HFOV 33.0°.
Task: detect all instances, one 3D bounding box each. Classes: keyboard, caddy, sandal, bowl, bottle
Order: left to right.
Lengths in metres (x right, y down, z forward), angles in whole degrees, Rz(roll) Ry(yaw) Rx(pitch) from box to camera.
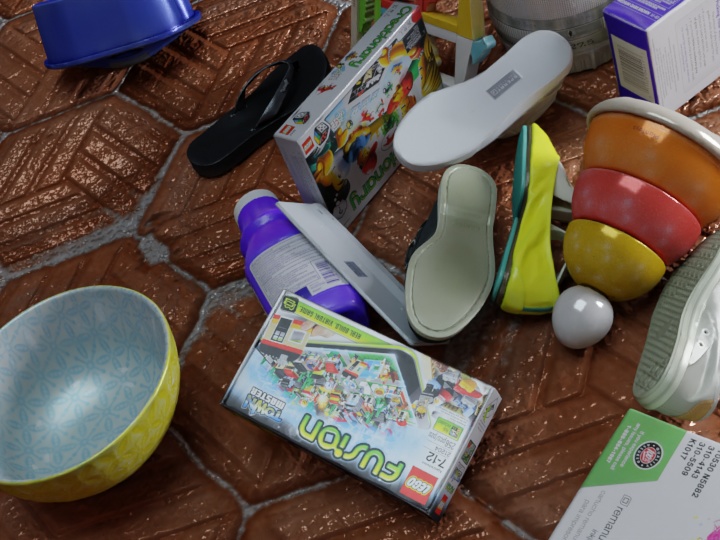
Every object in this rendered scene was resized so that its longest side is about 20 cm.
[{"bbox_3d":[-0.233,0.123,1.033,0.199,0.108,0.201,-11,46,12],"label":"bowl"},{"bbox_3d":[-0.291,-0.295,1.450,0.199,0.106,0.142,-14,23,11],"label":"caddy"},{"bbox_3d":[-0.105,-0.178,1.305,0.076,0.043,0.200,26,63,38],"label":"sandal"},{"bbox_3d":[-0.063,-0.001,1.108,0.083,0.065,0.200,-27,44,-7],"label":"bottle"},{"bbox_3d":[0.000,0.000,1.068,0.056,0.011,0.200,-6,42,-46],"label":"keyboard"}]

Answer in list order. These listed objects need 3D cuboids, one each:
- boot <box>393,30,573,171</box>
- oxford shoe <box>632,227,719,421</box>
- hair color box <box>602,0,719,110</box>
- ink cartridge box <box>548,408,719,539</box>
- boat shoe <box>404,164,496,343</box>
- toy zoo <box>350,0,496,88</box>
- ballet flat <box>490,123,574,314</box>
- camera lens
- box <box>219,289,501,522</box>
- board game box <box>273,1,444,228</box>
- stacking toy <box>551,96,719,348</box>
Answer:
[{"bbox_3d":[0.117,-0.142,1.151,0.199,0.096,0.074,-33,71,-11],"label":"boot"},{"bbox_3d":[0.265,0.042,0.945,0.058,0.075,0.200,34,50,-4],"label":"oxford shoe"},{"bbox_3d":[0.327,-0.246,1.144,0.199,0.110,0.065,-36,44,-12],"label":"hair color box"},{"bbox_3d":[0.235,0.198,0.787,0.199,0.084,0.145,20,59,34],"label":"ink cartridge box"},{"bbox_3d":[0.074,-0.004,1.056,0.074,0.066,0.200,14,49,-4],"label":"boat shoe"},{"bbox_3d":[0.063,-0.260,1.253,0.020,0.132,0.199,-24,38,-36],"label":"toy zoo"},{"bbox_3d":[0.160,-0.043,1.067,0.067,0.067,0.201,11,54,4],"label":"ballet flat"},{"bbox_3d":[0.193,-0.317,1.200,0.159,0.201,0.161,-11,46,12],"label":"camera lens"},{"bbox_3d":[-0.001,0.104,0.961,0.199,0.035,0.111,23,77,24],"label":"box"},{"bbox_3d":[0.006,-0.147,1.172,0.034,0.127,0.200,20,59,35],"label":"board game box"},{"bbox_3d":[0.212,-0.027,0.999,0.146,0.146,0.201,25,79,37],"label":"stacking toy"}]
